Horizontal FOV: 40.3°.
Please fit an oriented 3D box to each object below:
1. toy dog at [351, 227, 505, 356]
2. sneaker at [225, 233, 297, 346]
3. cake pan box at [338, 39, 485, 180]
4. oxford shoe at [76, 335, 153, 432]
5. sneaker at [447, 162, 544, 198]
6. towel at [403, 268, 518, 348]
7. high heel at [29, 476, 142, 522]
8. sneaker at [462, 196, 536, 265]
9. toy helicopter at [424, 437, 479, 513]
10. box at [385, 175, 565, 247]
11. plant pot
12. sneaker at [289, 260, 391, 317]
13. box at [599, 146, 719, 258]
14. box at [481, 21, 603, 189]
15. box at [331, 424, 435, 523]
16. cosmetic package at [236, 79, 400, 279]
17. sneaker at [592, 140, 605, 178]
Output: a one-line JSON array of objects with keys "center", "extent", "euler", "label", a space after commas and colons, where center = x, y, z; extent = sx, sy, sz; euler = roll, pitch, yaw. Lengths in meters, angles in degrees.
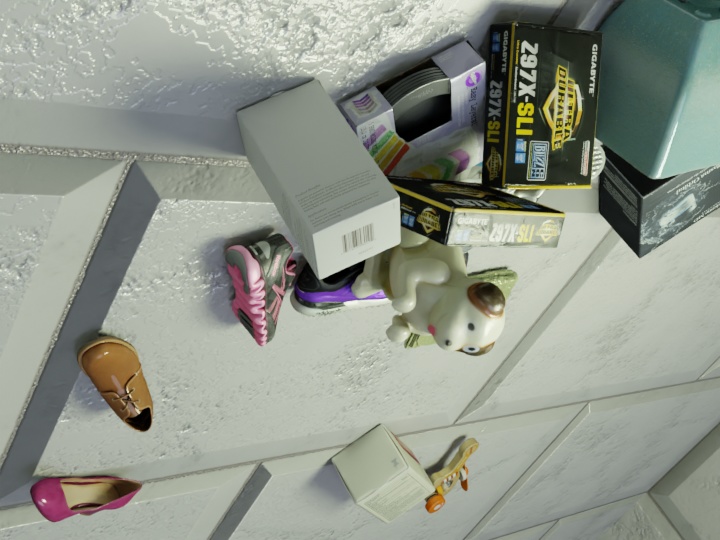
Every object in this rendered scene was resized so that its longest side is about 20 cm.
[{"center": [0.105, 0.031, 1.297], "extent": [0.193, 0.200, 0.140], "euler": [-12, 135, -34], "label": "toy dog"}, {"center": [-0.122, 0.025, 1.315], "extent": [0.095, 0.079, 0.201], "euler": [-33, 152, -24], "label": "sneaker"}, {"center": [0.071, -0.176, 1.233], "extent": [0.183, 0.052, 0.200], "euler": [-29, 149, -13], "label": "cake pan box"}, {"center": [-0.314, 0.153, 1.303], "extent": [0.071, 0.071, 0.200], "euler": [-28, 147, -7], "label": "oxford shoe"}, {"center": [0.170, -0.123, 1.366], "extent": [0.199, 0.081, 0.077], "euler": [-17, 146, -24], "label": "sneaker"}, {"center": [0.169, 0.062, 1.659], "extent": [0.199, 0.037, 0.149], "euler": [-11, 141, -32], "label": "towel"}, {"center": [-0.405, 0.324, 1.451], "extent": [0.096, 0.068, 0.200], "euler": [-26, 164, 5], "label": "high heel"}, {"center": [0.164, -0.061, 1.455], "extent": [0.199, 0.076, 0.114], "euler": [-21, 148, -9], "label": "sneaker"}, {"center": [0.210, 0.445, 2.180], "extent": [0.132, 0.079, 0.201], "euler": [-1, 132, -43], "label": "toy helicopter"}, {"center": [0.127, -0.073, 1.207], "extent": [0.199, 0.159, 0.050], "euler": [0, 109, -39], "label": "box"}, {"center": [0.420, -0.269, 1.305], "extent": [0.195, 0.196, 0.201], "euler": [-14, 134, -29], "label": "plant pot"}, {"center": [0.000, 0.000, 1.386], "extent": [0.199, 0.070, 0.100], "euler": [-16, 142, -28], "label": "sneaker"}, {"center": [0.502, -0.154, 1.597], "extent": [0.196, 0.118, 0.200], "euler": [-32, 150, -4], "label": "box"}, {"center": [0.230, -0.204, 1.235], "extent": [0.159, 0.049, 0.202], "euler": [-3, 100, -34], "label": "box"}, {"center": [0.048, 0.405, 1.941], "extent": [0.127, 0.109, 0.200], "euler": [-35, 148, 2], "label": "box"}, {"center": [-0.047, -0.104, 1.075], "extent": [0.107, 0.201, 0.085], "euler": [-23, 146, -12], "label": "cosmetic package"}, {"center": [0.242, -0.202, 1.340], "extent": [0.200, 0.105, 0.075], "euler": [40, 90, -27], "label": "sneaker"}]
